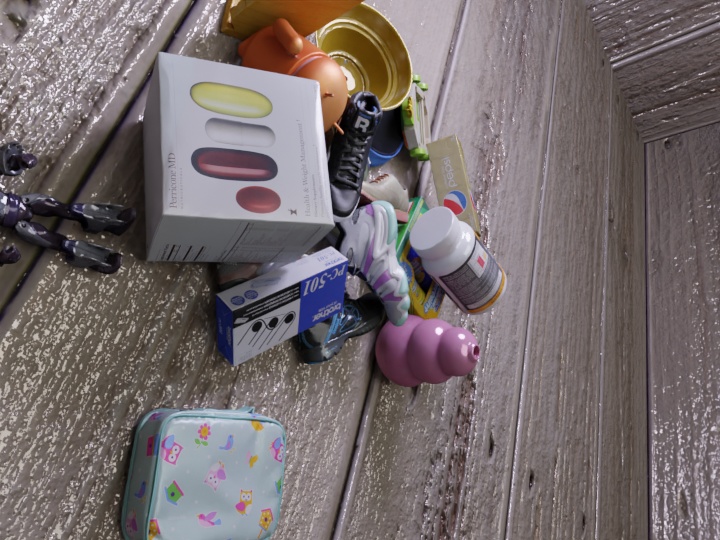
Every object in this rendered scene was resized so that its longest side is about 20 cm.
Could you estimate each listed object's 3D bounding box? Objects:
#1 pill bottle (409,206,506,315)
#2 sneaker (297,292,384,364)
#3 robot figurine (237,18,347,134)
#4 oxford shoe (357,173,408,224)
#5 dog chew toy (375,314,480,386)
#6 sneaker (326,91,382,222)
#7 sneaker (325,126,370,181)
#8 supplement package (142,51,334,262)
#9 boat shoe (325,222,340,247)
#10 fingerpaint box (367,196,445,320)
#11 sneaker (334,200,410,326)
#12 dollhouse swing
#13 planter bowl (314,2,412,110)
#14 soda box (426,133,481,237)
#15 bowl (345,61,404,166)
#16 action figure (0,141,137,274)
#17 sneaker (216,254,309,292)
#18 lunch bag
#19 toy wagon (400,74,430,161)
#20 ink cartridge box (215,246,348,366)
[{"bbox_3d":[0.180,-0.017,1.060,0.200,0.114,0.119,45,50,-35],"label":"pill bottle"},{"bbox_3d":[-0.028,0.071,0.930,0.199,0.072,0.084,-33,107,-50],"label":"sneaker"},{"bbox_3d":[-0.097,-0.277,0.837,0.199,0.146,0.115,42,33,24],"label":"robot figurine"},{"bbox_3d":[0.026,-0.135,0.998,0.199,0.069,0.076,17,81,-61],"label":"oxford shoe"},{"bbox_3d":[0.119,0.138,0.991,0.122,0.196,0.129,7,80,-45],"label":"dog chew toy"},{"bbox_3d":[-0.015,-0.185,0.863,0.071,0.112,0.206,14,62,-13],"label":"sneaker"},{"bbox_3d":[-0.040,-0.233,0.994,0.091,0.066,0.203,-58,131,-38],"label":"sneaker"},{"bbox_3d":[-0.154,-0.124,0.700,0.194,0.146,0.198,0,73,-28],"label":"supplement package"},{"bbox_3d":[-0.055,-0.104,0.946,0.199,0.061,0.074,40,52,-38],"label":"boat shoe"},{"bbox_3d":[0.103,-0.010,1.111,0.168,0.072,0.203,54,45,-29],"label":"fingerpaint box"},{"bbox_3d":[0.000,0.000,0.926,0.135,0.078,0.207,-12,92,-10],"label":"sneaker"},{"bbox_3d":[-0.101,-0.466,0.866,0.179,0.196,0.182,-4,85,-50],"label":"dollhouse swing"},{"bbox_3d":[-0.009,-0.352,0.994,0.195,0.083,0.207,10,70,-29],"label":"planter bowl"},{"bbox_3d":[0.189,-0.163,1.162,0.064,0.066,0.207,14,64,-69],"label":"soda box"},{"bbox_3d":[0.020,-0.306,1.107,0.198,0.039,0.208,16,70,-49],"label":"bowl"},{"bbox_3d":[-0.338,-0.057,0.582,0.197,0.068,0.135,17,77,-44],"label":"action figure"},{"bbox_3d":[-0.131,0.007,0.836,0.196,0.076,0.085,9,95,-45],"label":"sneaker"},{"bbox_3d":[-0.180,0.247,0.696,0.197,0.076,0.166,21,64,-47],"label":"lunch bag"},{"bbox_3d":[0.111,-0.312,1.170,0.199,0.038,0.161,-7,93,-70],"label":"toy wagon"},{"bbox_3d":[-0.104,0.045,0.797,0.197,0.044,0.096,-26,136,-38],"label":"ink cartridge box"}]
